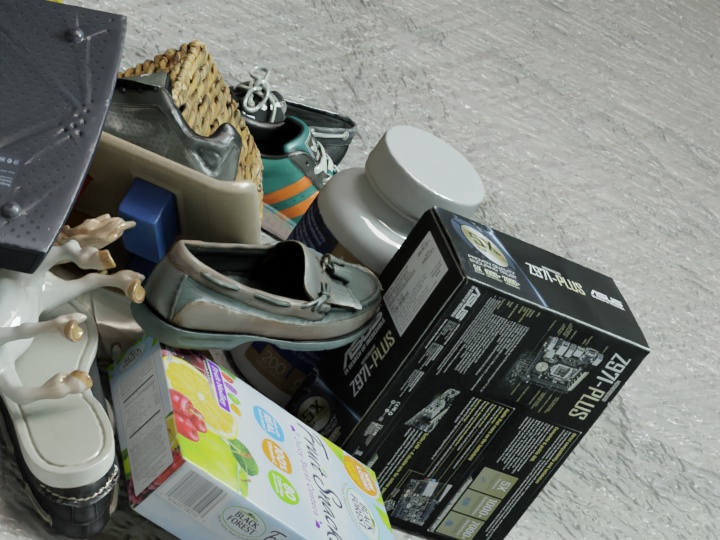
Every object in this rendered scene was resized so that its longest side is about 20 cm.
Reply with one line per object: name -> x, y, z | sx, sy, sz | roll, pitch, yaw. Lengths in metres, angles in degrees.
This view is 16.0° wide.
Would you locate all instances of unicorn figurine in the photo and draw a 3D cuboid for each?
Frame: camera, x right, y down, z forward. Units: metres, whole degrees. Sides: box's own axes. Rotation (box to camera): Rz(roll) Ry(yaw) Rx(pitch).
unicorn figurine -> -0.217, 0.032, 1.539 | 0.137, 0.074, 0.200 | 0, 21, 24

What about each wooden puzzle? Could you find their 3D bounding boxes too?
wooden puzzle -> -0.164, -0.031, 1.669 | 0.199, 0.185, 0.046 | 19, 64, 10

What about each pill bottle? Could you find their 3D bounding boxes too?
pill bottle -> 0.000, 0.000, 1.795 | 0.111, 0.200, 0.111 | 27, 28, -16

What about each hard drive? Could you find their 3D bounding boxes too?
hard drive -> -0.223, -0.086, 1.558 | 0.134, 0.042, 0.201 | 11, 50, 3

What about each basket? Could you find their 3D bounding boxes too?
basket -> -0.164, -0.055, 1.864 | 0.200, 0.148, 0.143 | -78, 144, -66

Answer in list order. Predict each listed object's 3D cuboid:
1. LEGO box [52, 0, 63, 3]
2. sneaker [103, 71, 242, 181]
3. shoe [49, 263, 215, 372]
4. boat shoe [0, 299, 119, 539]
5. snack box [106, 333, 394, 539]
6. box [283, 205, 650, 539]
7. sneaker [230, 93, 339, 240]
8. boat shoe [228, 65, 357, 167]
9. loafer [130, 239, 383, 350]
LEGO box -> -0.293, -0.214, 1.870 | 0.149, 0.077, 0.200 | 41, -4, 12
sneaker -> -0.167, -0.099, 1.712 | 0.199, 0.091, 0.066 | 25, -4, -1
shoe -> -0.183, 0.034, 1.671 | 0.200, 0.070, 0.053 | 33, 49, 7
boat shoe -> -0.185, 0.084, 1.565 | 0.074, 0.061, 0.200 | -12, 35, -14
snack box -> -0.063, 0.135, 1.597 | 0.200, 0.053, 0.142 | 37, 21, -30
box -> 0.069, 0.078, 1.744 | 0.163, 0.200, 0.086 | 21, 27, -30
sneaker -> -0.045, -0.069, 2.029 | 0.199, 0.080, 0.071 | 26, 24, -21
boat shoe -> -0.088, -0.127, 2.099 | 0.199, 0.068, 0.074 | 19, 27, -33
loafer -> -0.053, 0.010, 1.631 | 0.200, 0.063, 0.072 | -5, 41, -45
